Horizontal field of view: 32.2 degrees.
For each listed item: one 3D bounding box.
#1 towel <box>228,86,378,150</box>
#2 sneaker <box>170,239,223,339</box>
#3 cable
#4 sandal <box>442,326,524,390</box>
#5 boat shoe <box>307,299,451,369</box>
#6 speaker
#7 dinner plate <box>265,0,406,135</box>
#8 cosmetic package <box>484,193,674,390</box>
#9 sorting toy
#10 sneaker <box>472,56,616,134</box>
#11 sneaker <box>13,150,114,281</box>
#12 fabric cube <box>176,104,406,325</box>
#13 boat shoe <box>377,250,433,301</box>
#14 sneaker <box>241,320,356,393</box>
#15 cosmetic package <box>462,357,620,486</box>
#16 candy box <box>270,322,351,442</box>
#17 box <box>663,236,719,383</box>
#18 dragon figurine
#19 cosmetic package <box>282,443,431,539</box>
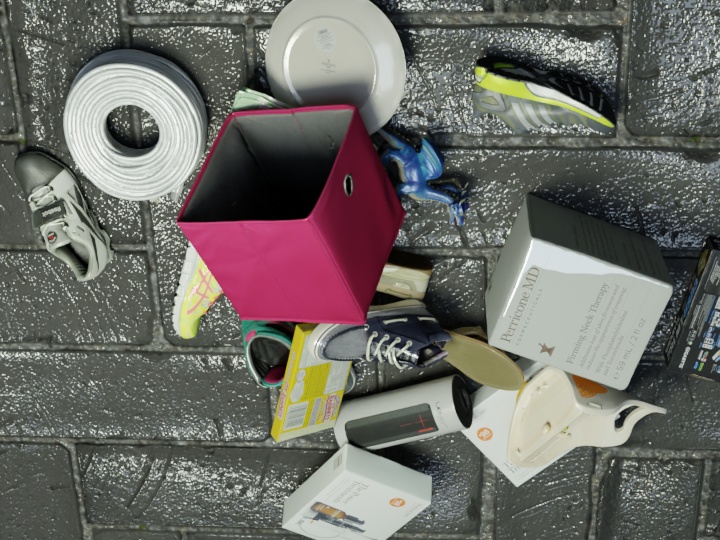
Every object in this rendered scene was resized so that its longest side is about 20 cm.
[{"bbox_3d":[-0.091,-0.158,1.679,0.198,0.024,0.153,24,141,-7],"label":"towel"},{"bbox_3d":[-0.214,0.015,1.778,0.089,0.078,0.202,15,116,-5],"label":"sneaker"},{"bbox_3d":[-0.306,-0.194,1.685,0.199,0.069,0.201,27,116,-8],"label":"cable"},{"bbox_3d":[0.149,0.102,1.797,0.210,0.070,0.078,17,135,22],"label":"sandal"},{"bbox_3d":[0.032,0.097,1.694,0.198,0.093,0.075,-15,129,-31],"label":"boat shoe"},{"bbox_3d":[0.063,0.212,1.832,0.198,0.081,0.082,-15,115,23],"label":"speaker"},{"bbox_3d":[-0.037,-0.263,1.621,0.198,0.024,0.202,7,111,19],"label":"dinner plate"},{"bbox_3d":[0.288,0.027,1.683,0.198,0.167,0.169,18,114,-4],"label":"cosmetic package"},{"bbox_3d":[0.326,0.202,1.752,0.178,0.108,0.200,13,146,-18],"label":"sorting toy"},{"bbox_3d":[0.237,-0.215,1.632,0.198,0.074,0.082,19,126,2],"label":"sneaker"},{"bbox_3d":[-0.420,-0.074,1.747,0.074,0.089,0.201,-27,110,19],"label":"sneaker"},{"bbox_3d":[-0.081,-0.069,1.598,0.198,0.197,0.200,0,140,27],"label":"fabric cube"},{"bbox_3d":[0.000,0.000,1.755,0.198,0.072,0.066,11,116,-7],"label":"boat shoe"},{"bbox_3d":[-0.092,0.135,1.800,0.199,0.121,0.084,36,114,-13],"label":"sneaker"},{"bbox_3d":[0.259,0.209,1.845,0.200,0.052,0.151,-39,105,21],"label":"cosmetic package"},{"bbox_3d":[-0.063,0.151,1.756,0.101,0.026,0.202,-12,132,-35],"label":"candy box"},{"bbox_3d":[0.551,0.070,1.749,0.196,0.050,0.202,12,117,-2],"label":"box"},{"bbox_3d":[0.079,-0.149,1.675,0.099,0.059,0.202,-20,103,14],"label":"dragon figurine"},{"bbox_3d":[-0.007,0.351,1.887,0.150,0.052,0.200,22,136,-21],"label":"cosmetic package"}]
